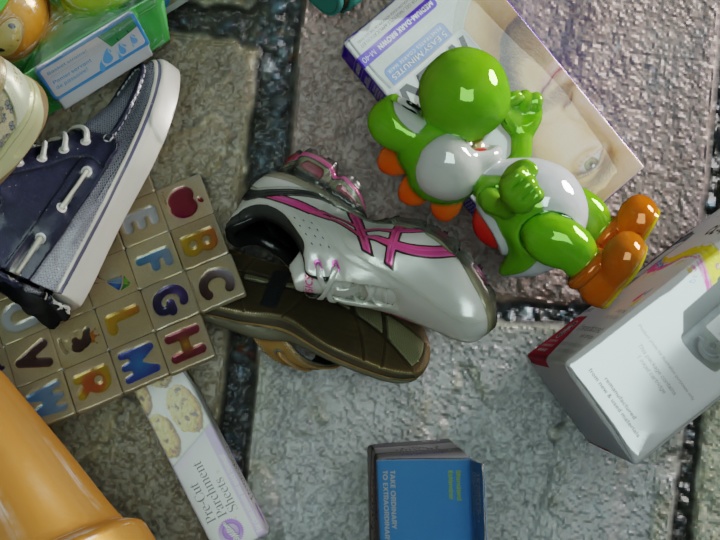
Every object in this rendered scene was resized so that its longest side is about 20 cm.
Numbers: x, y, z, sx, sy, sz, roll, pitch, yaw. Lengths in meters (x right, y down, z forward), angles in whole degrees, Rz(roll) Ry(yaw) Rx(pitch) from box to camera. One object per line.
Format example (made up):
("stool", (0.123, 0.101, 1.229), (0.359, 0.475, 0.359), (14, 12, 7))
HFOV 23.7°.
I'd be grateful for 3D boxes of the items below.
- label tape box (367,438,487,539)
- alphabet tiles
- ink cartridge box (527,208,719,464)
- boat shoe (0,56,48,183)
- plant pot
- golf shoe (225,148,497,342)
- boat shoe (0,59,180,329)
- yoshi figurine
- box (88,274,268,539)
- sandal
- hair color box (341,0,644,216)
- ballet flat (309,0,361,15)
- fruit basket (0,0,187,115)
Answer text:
("label tape box", (0.040, 0.188, 1.108), (0.063, 0.200, 0.146), (-2, 88, -2))
("alphabet tiles", (-0.185, 0.013, 1.165), (0.198, 0.006, 0.168), (-22, 64, -2))
("ink cartridge box", (0.222, 0.032, 1.149), (0.199, 0.148, 0.086), (-39, 91, -4))
("boat shoe", (-0.277, -0.049, 1.075), (0.073, 0.063, 0.201), (28, 82, 30))
("plant pot", (-0.238, 0.168, 1.061), (0.199, 0.200, 0.184), (-29, 80, -3))
("golf shoe", (0.000, 0.000, 1.140), (0.199, 0.073, 0.092), (31, 55, 28))
("boat shoe", (-0.196, -0.070, 1.141), (0.092, 0.074, 0.202), (30, 68, -22))
("yoshi figurine", (0.103, -0.072, 1.112), (0.199, 0.112, 0.113), (32, 74, 1))
("box", (-0.125, 0.099, 1.184), (0.041, 0.039, 0.201), (-26, 89, -2))
("sandal", (-0.046, 0.037, 1.178), (0.198, 0.081, 0.054), (14, 131, 12))
("hair color box", (0.090, -0.111, 1.190), (0.109, 0.065, 0.200), (-40, 92, -3))
("ballet flat", (-0.065, -0.263, 1.195), (0.200, 0.067, 0.070), (42, 63, -1))
("fruit basket", (-0.208, -0.193, 1.111), (0.184, 0.200, 0.094), (-32, 62, -4))
